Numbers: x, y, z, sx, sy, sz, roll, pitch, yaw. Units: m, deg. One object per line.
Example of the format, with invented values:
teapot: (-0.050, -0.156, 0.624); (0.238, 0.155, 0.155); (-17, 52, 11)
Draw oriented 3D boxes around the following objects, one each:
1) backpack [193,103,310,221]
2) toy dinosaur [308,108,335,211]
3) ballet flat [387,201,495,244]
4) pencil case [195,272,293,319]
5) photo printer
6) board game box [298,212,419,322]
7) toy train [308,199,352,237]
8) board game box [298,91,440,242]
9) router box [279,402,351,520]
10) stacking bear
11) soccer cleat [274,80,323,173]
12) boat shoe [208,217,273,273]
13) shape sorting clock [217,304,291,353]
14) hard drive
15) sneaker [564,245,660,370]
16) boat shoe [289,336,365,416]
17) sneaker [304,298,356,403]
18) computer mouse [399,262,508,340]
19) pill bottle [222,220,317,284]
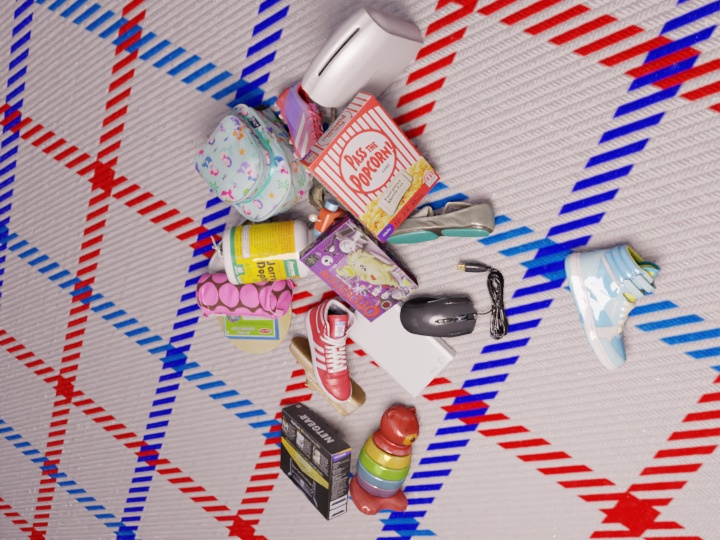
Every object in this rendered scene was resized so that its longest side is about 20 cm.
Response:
backpack: (-0.203, -0.198, 1.097); (0.177, 0.151, 0.200); (-40, 90, 28)
toy dinosaur: (-0.048, -0.197, 1.073); (0.088, 0.047, 0.201); (25, 111, 26)
ballet flat: (0.138, -0.086, 1.009); (0.199, 0.067, 0.064); (-4, 75, 27)
pencil case: (-0.239, 0.055, 1.178); (0.199, 0.091, 0.094); (0, 67, 26)
photo printer: (0.002, -0.336, 0.918); (0.166, 0.200, 0.070); (-41, 85, 28)
board game box: (0.000, 0.000, 1.028); (0.120, 0.032, 0.200); (-36, 122, 21)
toy train: (-0.001, -0.138, 1.004); (0.056, 0.150, 0.201); (39, 114, 27)
board game box: (0.019, -0.166, 0.946); (0.152, 0.046, 0.200); (-49, 124, 0)
router box: (-0.100, 0.399, 1.215); (0.200, 0.052, 0.158); (26, 118, 48)
stacking bear: (0.057, 0.365, 1.143); (0.114, 0.121, 0.201); (40, 115, 53)
soccer cleat: (-0.093, -0.256, 1.046); (0.076, 0.067, 0.201); (-34, 69, 22)
boat shoe: (-0.271, -0.048, 1.192); (0.202, 0.086, 0.075); (-34, 70, 29)
shape sorting clock: (-0.233, 0.082, 1.245); (0.199, 0.039, 0.201); (1, 92, 26)
hard drive: (0.071, 0.138, 1.118); (0.200, 0.026, 0.132); (43, 118, 10)
sneaker: (0.412, 0.055, 0.894); (0.130, 0.079, 0.201); (-19, 96, 31)
boat shoe: (-0.082, 0.224, 1.191); (0.200, 0.074, 0.069); (44, 113, 9)
sneaker: (-0.047, 0.153, 1.117); (0.112, 0.071, 0.201); (-37, 68, 53)
computer mouse: (0.162, 0.057, 1.023); (0.199, 0.046, 0.141); (2, 102, 18)
pill bottle: (-0.155, -0.037, 1.100); (0.199, 0.113, 0.114); (-6, 103, -2)
